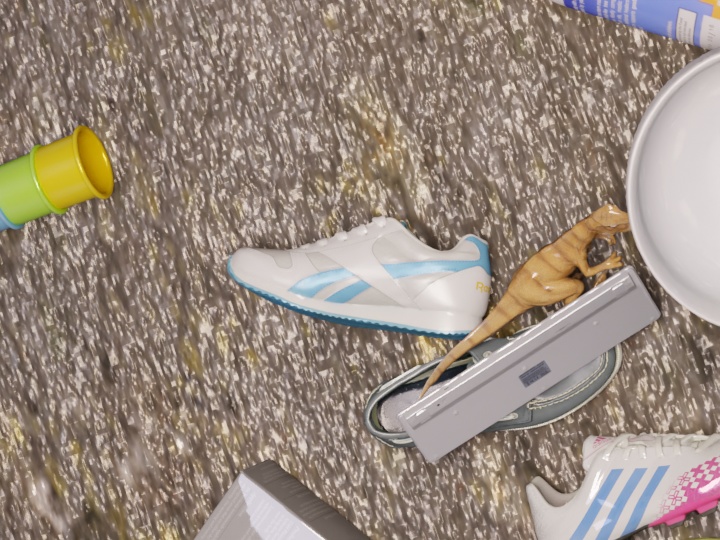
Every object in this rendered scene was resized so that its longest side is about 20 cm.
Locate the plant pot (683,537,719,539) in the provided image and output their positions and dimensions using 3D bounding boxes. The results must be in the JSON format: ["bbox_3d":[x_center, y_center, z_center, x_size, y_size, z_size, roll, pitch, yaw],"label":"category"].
[{"bbox_3d":[0.235,0.298,1.590,0.198,0.184,0.202,1,92,15],"label":"plant pot"}]

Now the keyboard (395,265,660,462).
[{"bbox_3d":[0.121,0.068,1.644,0.199,0.056,0.011,-33,43,4],"label":"keyboard"}]

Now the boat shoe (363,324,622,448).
[{"bbox_3d":[0.094,0.086,1.686,0.198,0.062,0.073,-16,86,15],"label":"boat shoe"}]

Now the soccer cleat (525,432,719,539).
[{"bbox_3d":[0.210,0.145,1.651,0.199,0.070,0.087,-28,84,15],"label":"soccer cleat"}]

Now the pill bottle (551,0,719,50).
[{"bbox_3d":[0.191,-0.231,1.624,0.198,0.112,0.113,18,96,13],"label":"pill bottle"}]

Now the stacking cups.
[{"bbox_3d":[-0.293,-0.055,1.793,0.198,0.060,0.061,-17,87,17],"label":"stacking cups"}]

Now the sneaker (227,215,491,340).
[{"bbox_3d":[0.000,0.000,1.710,0.198,0.077,0.082,8,85,9],"label":"sneaker"}]

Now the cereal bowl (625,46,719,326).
[{"bbox_3d":[0.278,-0.064,1.562,0.198,0.083,0.202,2,107,6],"label":"cereal bowl"}]

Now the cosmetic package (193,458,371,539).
[{"bbox_3d":[-0.031,0.244,1.715,0.200,0.090,0.107,39,101,8],"label":"cosmetic package"}]

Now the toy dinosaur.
[{"bbox_3d":[0.125,0.011,1.648,0.200,0.106,0.061,-46,59,25],"label":"toy dinosaur"}]
